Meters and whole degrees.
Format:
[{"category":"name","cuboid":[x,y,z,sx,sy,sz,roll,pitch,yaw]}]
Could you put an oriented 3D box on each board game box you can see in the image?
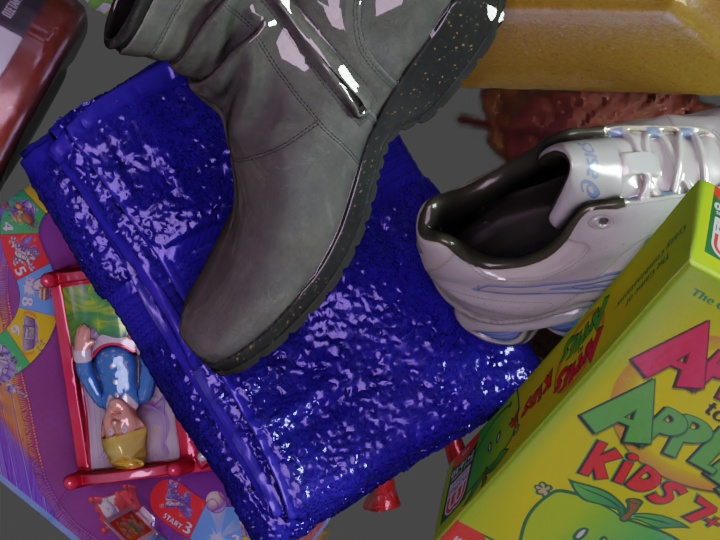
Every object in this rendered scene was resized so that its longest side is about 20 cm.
[{"category":"board game box","cuboid":[0.121,0.061,1.133,0.101,0.048,0.200,27,134,-11]},{"category":"board game box","cuboid":[-0.096,0.048,1.223,0.200,0.039,0.158,38,103,9]}]

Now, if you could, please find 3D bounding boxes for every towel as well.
[{"category":"towel","cuboid":[-0.030,-0.003,1.188,0.147,0.050,0.201,-31,87,-9]}]

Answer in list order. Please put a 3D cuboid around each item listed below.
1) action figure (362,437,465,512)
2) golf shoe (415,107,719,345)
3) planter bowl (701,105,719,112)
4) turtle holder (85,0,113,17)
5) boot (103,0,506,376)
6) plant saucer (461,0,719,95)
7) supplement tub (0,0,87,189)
[{"category":"action figure","cuboid":[0.000,0.000,1.244,0.065,0.052,0.201,-15,93,-5]},{"category":"golf shoe","cuboid":[0.115,-0.027,1.119,0.199,0.097,0.079,-22,66,16]},{"category":"planter bowl","cuboid":[0.181,0.034,1.196,0.199,0.084,0.201,2,122,4]},{"category":"turtle holder","cuboid":[-0.077,-0.192,1.109,0.131,0.141,0.187,-6,63,1]},{"category":"boot","cuboid":[-0.047,-0.067,1.095,0.130,0.068,0.201,26,105,-29]},{"category":"plant saucer","cuboid":[0.076,-0.172,1.127,0.199,0.048,0.201,4,92,33]},{"category":"supplement tub","cuboid":[-0.221,-0.111,1.195,0.199,0.107,0.107,29,96,-5]}]
